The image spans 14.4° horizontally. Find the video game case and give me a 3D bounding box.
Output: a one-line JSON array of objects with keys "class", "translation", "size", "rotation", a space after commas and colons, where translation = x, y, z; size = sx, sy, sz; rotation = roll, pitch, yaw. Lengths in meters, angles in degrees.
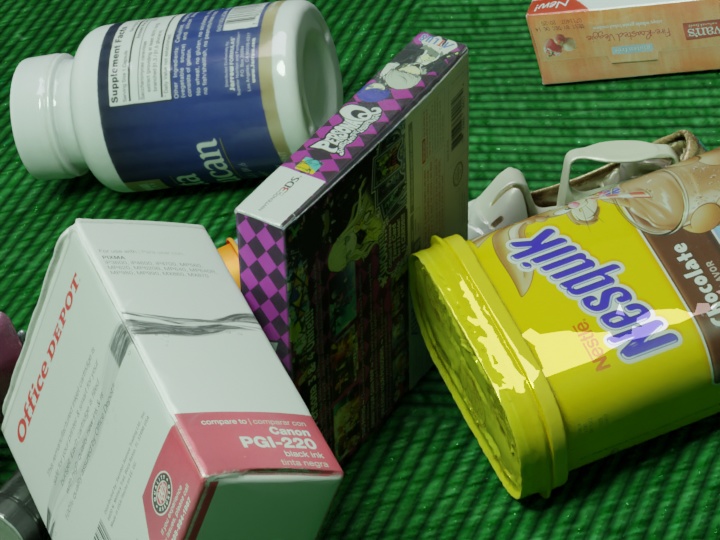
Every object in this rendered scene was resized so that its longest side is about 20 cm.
[{"class": "video game case", "translation": [0.000, 0.000, 1.529], "size": [0.036, 0.200, 0.181], "rotation": [22, 46, 25]}]

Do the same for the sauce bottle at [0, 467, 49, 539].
[{"class": "sauce bottle", "translation": [-0.142, 0.088, 1.585], "size": [0.065, 0.065, 0.200], "rotation": [8, 37, 34]}]

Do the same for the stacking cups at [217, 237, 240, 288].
[{"class": "stacking cups", "translation": [-0.049, -0.004, 1.696], "size": [0.200, 0.061, 0.061], "rotation": [-25, 32, -11]}]

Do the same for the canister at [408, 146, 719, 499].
[{"class": "canister", "translation": [0.145, 0.021, 1.515], "size": [0.200, 0.087, 0.149], "rotation": [-20, 52, -11]}]

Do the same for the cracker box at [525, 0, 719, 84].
[{"class": "cracker box", "translation": [0.199, -0.202, 1.895], "size": [0.134, 0.058, 0.200], "rotation": [-4, 34, 20]}]

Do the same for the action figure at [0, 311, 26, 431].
[{"class": "action figure", "translation": [-0.260, 0.097, 1.559], "size": [0.134, 0.149, 0.200], "rotation": [8, 49, 5]}]

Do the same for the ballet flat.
[{"class": "ballet flat", "translation": [0.114, -0.037, 1.665], "size": [0.200, 0.065, 0.071], "rotation": [-18, 30, -3]}]

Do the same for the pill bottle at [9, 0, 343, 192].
[{"class": "pill bottle", "translation": [-0.120, -0.109, 1.844], "size": [0.200, 0.111, 0.111], "rotation": [-6, 33, 17]}]

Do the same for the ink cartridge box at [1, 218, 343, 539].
[{"class": "ink cartridge box", "translation": [-0.100, 0.089, 1.432], "size": [0.085, 0.146, 0.200], "rotation": [0, 38, -32]}]
